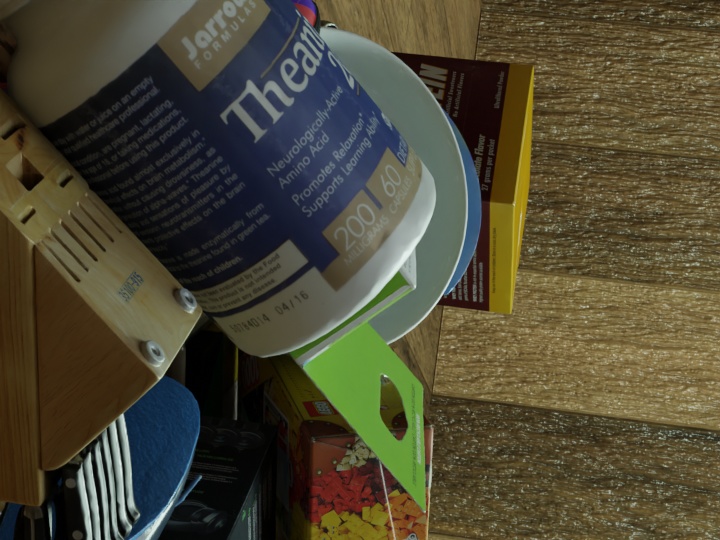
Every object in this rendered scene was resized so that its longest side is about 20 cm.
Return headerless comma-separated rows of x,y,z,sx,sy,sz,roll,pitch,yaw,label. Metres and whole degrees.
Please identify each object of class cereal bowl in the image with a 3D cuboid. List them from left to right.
-0.035,-0.045,0.979,0.083,0.198,0.203,-11,-111,64,cereal bowl

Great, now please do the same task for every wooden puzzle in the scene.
-0.099,0.094,1.070,0.200,0.037,0.187,-61,155,-70,wooden puzzle

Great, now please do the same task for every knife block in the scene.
-0.157,0.043,0.605,0.200,0.175,0.064,48,21,-10,knife block

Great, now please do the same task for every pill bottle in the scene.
-0.068,-0.071,0.626,0.200,0.110,0.111,49,31,-21,pill bottle

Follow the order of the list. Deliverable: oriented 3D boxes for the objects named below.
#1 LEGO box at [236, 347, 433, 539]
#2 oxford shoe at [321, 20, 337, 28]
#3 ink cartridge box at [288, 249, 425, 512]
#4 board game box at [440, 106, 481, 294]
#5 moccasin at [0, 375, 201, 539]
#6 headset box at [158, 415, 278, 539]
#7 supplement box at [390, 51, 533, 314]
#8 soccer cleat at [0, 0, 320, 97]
-0.022,0.126,0.992,0.200,0.076,0.151,-129,-141,-64,LEGO box
-0.055,-0.081,1.048,0.070,0.074,0.203,28,61,-50,oxford shoe
0.000,0.000,0.811,0.201,0.075,0.148,51,14,-17,ink cartridge box
-0.010,-0.056,1.135,0.039,0.198,0.160,143,-55,-63,board game box
-0.141,0.134,0.726,0.201,0.080,0.068,-57,171,-36,moccasin
-0.108,0.198,0.893,0.200,0.092,0.176,-67,161,-64,headset box
0.041,-0.076,1.342,0.198,0.197,0.134,81,18,-62,supplement box
-0.089,-0.095,0.721,0.200,0.068,0.074,-43,129,-36,soccer cleat
